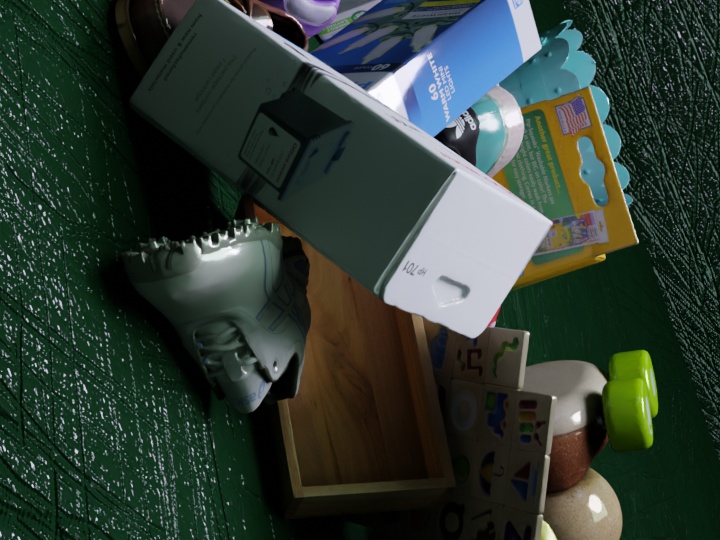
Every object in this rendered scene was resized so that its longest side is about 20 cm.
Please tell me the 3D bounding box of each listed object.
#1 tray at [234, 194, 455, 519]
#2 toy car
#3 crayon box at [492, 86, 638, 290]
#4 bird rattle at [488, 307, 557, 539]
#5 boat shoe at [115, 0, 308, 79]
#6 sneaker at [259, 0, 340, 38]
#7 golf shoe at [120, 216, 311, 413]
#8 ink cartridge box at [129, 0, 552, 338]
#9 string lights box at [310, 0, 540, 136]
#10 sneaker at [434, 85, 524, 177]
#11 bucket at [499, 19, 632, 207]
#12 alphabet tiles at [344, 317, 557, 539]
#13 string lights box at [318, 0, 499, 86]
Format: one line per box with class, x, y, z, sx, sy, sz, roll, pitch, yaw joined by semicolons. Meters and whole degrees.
tray;-0.012;0.047;1.335;0.037;0.098;0.201;116;-33;-59
toy car;0.156;0.179;1.726;0.158;0.164;0.201;-51;132;-74
crayon box;0.101;-0.047;1.683;0.052;0.199;0.126;6;67;-75
bird rattle;0.067;0.107;1.434;0.163;0.112;0.201;19;69;-80
boat shoe;-0.087;-0.145;1.352;0.200;0.070;0.071;-15;88;-75
sneaker;-0.073;-0.232;1.478;0.081;0.088;0.201;-75;143;-64
golf shoe;-0.066;0.027;1.208;0.200;0.078;0.098;19;60;-71
ink cartridge box;-0.010;-0.058;1.263;0.200;0.086;0.146;35;5;27
string lights box;0.025;-0.132;1.499;0.200;0.103;0.059;-41;122;-45
sneaker;0.038;-0.053;1.591;0.080;0.200;0.071;-19;61;-41
bucket;0.182;-0.140;2.265;0.207;0.134;0.208;-17;90;-76
alphabet tiles;0.050;0.114;1.325;0.006;0.200;0.167;7;89;-32
string lights box;0.036;-0.189;1.821;0.200;0.102;0.059;50;25;-56
